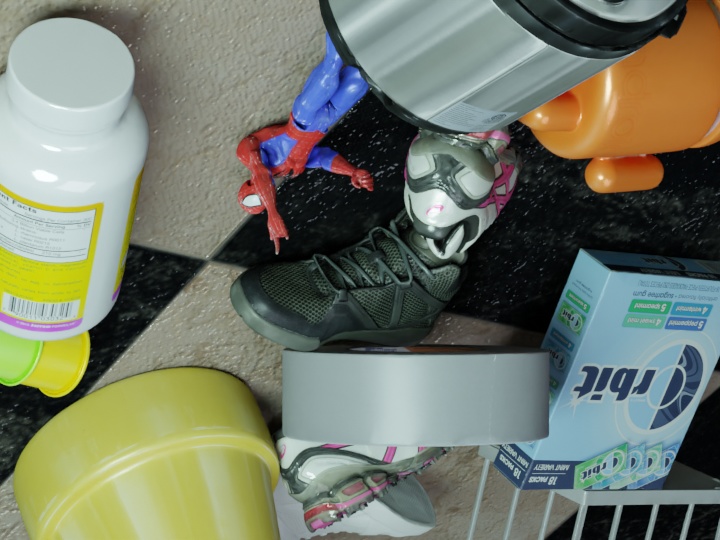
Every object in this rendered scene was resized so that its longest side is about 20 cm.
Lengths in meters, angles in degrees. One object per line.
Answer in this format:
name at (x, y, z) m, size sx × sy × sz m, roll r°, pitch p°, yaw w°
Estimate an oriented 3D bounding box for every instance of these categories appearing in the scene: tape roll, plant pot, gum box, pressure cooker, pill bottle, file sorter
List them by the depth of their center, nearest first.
pressure cooker at (0.093, -0.183, 1.202) m, size 0.176 × 0.179 × 0.199 m, roll -42°, pitch -171°, yaw -39°
pill bottle at (-0.183, -0.055, 1.300) m, size 0.103 × 0.105 × 0.201 m, roll -11°, pitch 145°, yaw -23°
tape roll at (0.041, 0.090, 1.602) m, size 0.198 × 0.067 × 0.200 m, roll 1°, pitch -179°, yaw 0°
plant pot at (-0.141, 0.207, 1.630) m, size 0.199 × 0.190 × 0.202 m, roll -18°, pitch 147°, yaw -12°
gum box at (0.215, 0.085, 1.780) m, size 0.169 × 0.045 × 0.202 m, roll 4°, pitch 114°, yaw -39°
file sorter at (0.210, 0.230, 1.922) m, size 0.199 × 0.138 × 0.126 m, roll 4°, pitch 102°, yaw -39°

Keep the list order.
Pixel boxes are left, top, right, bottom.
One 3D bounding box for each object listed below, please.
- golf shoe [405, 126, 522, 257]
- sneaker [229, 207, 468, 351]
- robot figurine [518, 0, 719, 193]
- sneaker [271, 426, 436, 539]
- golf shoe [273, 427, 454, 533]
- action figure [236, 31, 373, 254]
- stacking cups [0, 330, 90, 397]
golf shoe at (0.059, -0.055, 1.436) m, size 0.200 × 0.072 × 0.093 m, roll 27°, pitch 81°, yaw -80°
sneaker at (0.000, 0.000, 1.543) m, size 0.198 × 0.077 × 0.114 m, roll 3°, pitch 136°, yaw -43°
robot figurine at (0.183, -0.133, 1.440) m, size 0.198 × 0.145 × 0.117 m, roll -7°, pitch 166°, yaw -29°
sneaker at (-0.036, 0.198, 1.812) m, size 0.115 × 0.074 × 0.199 m, roll -41°, pitch 136°, yaw 25°
golf shoe at (0.011, 0.133, 1.737) m, size 0.072 × 0.093 × 0.199 m, roll -31°, pitch 175°, yaw 38°
action figure at (-0.015, -0.088, 1.385) m, size 0.065 × 0.100 × 0.200 m, roll 2°, pitch 141°, yaw -42°
stacking cups at (-0.267, 0.037, 1.415) m, size 0.060 × 0.061 × 0.199 m, roll -42°, pitch 144°, yaw 24°
